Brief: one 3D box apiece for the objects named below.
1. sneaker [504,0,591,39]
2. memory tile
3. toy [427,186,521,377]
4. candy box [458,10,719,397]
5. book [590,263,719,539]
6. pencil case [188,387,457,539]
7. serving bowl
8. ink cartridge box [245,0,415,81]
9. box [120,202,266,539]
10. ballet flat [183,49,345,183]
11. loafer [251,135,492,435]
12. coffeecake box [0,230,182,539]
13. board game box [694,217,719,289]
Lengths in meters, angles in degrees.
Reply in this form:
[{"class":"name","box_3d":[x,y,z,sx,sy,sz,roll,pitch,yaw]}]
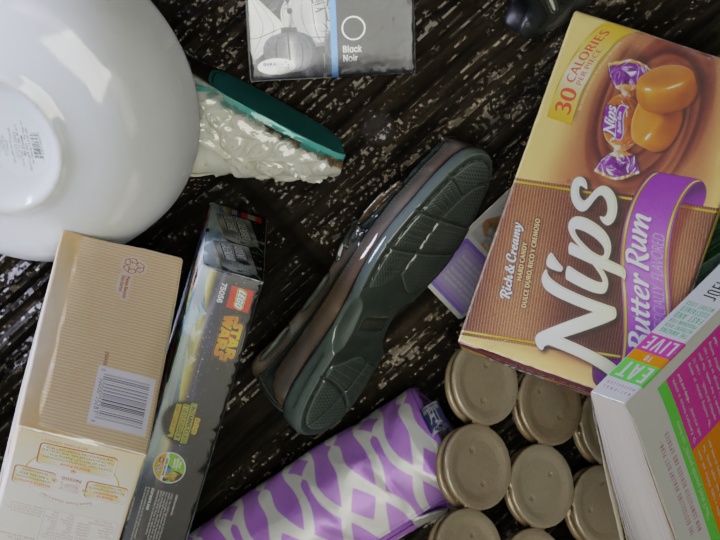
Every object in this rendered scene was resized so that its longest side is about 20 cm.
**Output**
[{"class":"sneaker","box_3d":[0.062,-0.201,1.289,0.091,0.066,0.200,-46,119,3]},{"class":"memory tile","box_3d":[0.100,0.152,1.364,0.153,0.017,0.201,18,71,-33]},{"class":"toy","box_3d":[0.145,-0.020,1.376,0.200,0.047,0.115,-42,105,10]},{"class":"candy box","box_3d":[0.142,-0.032,1.316,0.116,0.056,0.201,20,85,9]},{"class":"book","box_3d":[0.213,0.061,1.294,0.200,0.048,0.134,-40,129,-29]},{"class":"pencil case","box_3d":[-0.018,0.152,1.399,0.199,0.084,0.086,-33,65,9]},{"class":"serving bowl","box_3d":[-0.192,-0.085,1.296,0.199,0.066,0.201,9,123,14]},{"class":"ink cartridge box","box_3d":[-0.020,-0.209,1.320,0.099,0.039,0.201,-4,106,0]},{"class":"box","box_3d":[-0.099,0.074,1.348,0.040,0.137,0.201,16,106,-7]},{"class":"ballet flat","box_3d":[-0.104,-0.095,1.338,0.199,0.072,0.072,32,103,-2]},{"class":"loafer","box_3d":[0.000,0.000,1.368,0.063,0.072,0.201,40,104,30]},{"class":"coffeecake box","box_3d":[-0.163,0.106,1.309,0.073,0.154,0.201,14,132,-8]},{"class":"board game box","box_3d":[0.239,0.024,1.379,0.199,0.029,0.135,-34,125,6]}]
